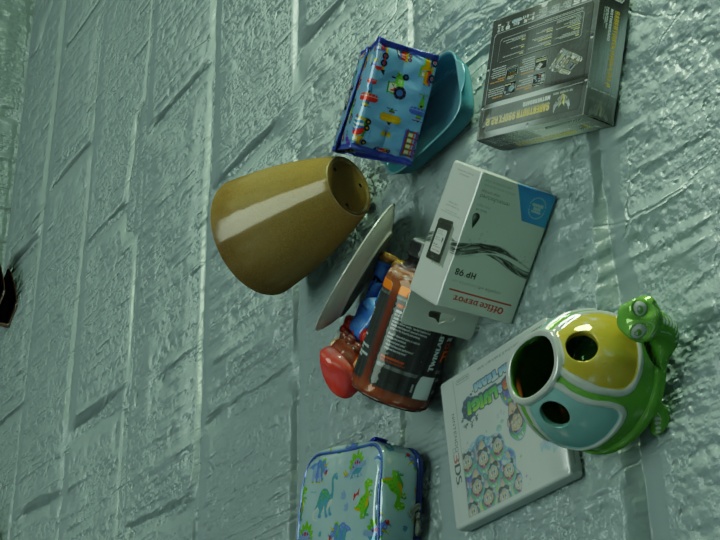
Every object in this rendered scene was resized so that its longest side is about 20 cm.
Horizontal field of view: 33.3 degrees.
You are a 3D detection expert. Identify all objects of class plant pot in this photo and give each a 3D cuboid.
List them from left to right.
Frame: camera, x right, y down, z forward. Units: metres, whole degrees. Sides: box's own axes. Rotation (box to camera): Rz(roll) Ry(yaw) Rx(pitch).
[{"bbox_3d":[-0.088,-0.085,1.767,0.199,0.185,0.188,-25,55,38],"label":"plant pot"}]

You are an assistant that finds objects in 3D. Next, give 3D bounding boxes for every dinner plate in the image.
[{"bbox_3d":[0.000,0.000,1.621,0.201,0.024,0.200,-59,-5,-9],"label":"dinner plate"}]

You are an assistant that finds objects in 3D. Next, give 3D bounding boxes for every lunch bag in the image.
[{"bbox_3d":[0.000,0.298,1.522,0.199,0.082,0.163,-23,59,54],"label":"lunch bag"},{"bbox_3d":[0.019,-0.231,1.667,0.200,0.093,0.152,-159,84,-72],"label":"lunch bag"}]

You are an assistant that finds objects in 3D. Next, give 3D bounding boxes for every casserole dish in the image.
[{"bbox_3d":[0.093,-0.208,1.632,0.200,0.039,0.122,-39,45,44],"label":"casserole dish"}]

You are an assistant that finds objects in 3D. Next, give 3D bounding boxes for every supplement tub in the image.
[{"bbox_3d":[0.066,0.065,1.490,0.107,0.106,0.202,31,104,59],"label":"supplement tub"}]

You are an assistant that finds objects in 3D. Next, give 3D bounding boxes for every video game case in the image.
[{"bbox_3d":[0.164,0.176,1.358,0.200,0.024,0.184,-39,46,45],"label":"video game case"}]

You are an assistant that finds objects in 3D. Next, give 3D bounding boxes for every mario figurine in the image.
[{"bbox_3d":[0.022,0.083,1.612,0.201,0.105,0.123,-60,-4,5],"label":"mario figurine"}]

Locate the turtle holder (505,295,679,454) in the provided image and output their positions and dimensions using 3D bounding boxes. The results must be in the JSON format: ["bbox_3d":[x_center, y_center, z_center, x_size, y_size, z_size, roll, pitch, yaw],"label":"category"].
[{"bbox_3d":[0.228,0.104,1.176,0.185,0.131,0.143,-11,67,57],"label":"turtle holder"}]

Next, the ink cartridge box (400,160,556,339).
[{"bbox_3d":[0.136,-0.012,1.399,0.067,0.115,0.202,30,104,58],"label":"ink cartridge box"}]

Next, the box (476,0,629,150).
[{"bbox_3d":[0.223,-0.235,1.415,0.199,0.048,0.160,-8,71,58],"label":"box"}]

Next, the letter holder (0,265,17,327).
[{"bbox_3d":[-0.994,0.036,3.286,0.143,0.100,0.200,-62,33,18],"label":"letter holder"}]
